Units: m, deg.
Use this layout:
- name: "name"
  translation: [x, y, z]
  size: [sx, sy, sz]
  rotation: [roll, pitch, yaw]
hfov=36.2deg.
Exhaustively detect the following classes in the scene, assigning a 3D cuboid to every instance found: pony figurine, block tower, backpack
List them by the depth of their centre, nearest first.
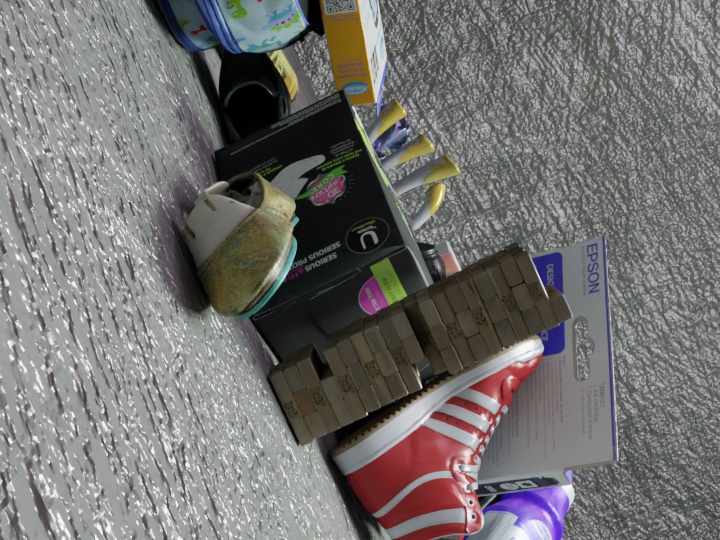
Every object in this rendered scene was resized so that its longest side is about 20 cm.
- name: "block tower"
  translation: [0.039, 0.046, 0.747]
  size: [0.054, 0.199, 0.058]
  rotation: [-86, 151, -82]
- name: "backpack"
  translation: [-0.114, -0.278, 0.977]
  size: [0.200, 0.146, 0.184]
  rotation: [-83, 154, -77]
- name: "pony figurine"
  translation: [-0.008, -0.095, 1.248]
  size: [0.193, 0.200, 0.167]
  rotation: [51, 4, 26]

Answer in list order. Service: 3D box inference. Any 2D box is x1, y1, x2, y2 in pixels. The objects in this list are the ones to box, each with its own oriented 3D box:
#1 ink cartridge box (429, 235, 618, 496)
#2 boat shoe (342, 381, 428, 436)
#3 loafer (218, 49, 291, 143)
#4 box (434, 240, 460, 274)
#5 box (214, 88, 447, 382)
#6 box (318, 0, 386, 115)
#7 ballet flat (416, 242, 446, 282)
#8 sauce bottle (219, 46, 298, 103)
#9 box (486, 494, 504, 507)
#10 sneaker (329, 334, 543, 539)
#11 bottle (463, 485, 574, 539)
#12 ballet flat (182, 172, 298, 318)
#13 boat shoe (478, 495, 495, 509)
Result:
- name: "ink cartridge box"
  translation: [0.129, 0.086, 0.932]
  size: [0.043, 0.199, 0.200]
  rotation: [33, 52, -45]
- name: "boat shoe"
  translation: [0.019, 0.116, 0.914]
  size: [0.062, 0.074, 0.201]
  rotation: [20, 53, -57]
- name: "loafer"
  translation: [-0.098, -0.155, 1.033]
  size: [0.071, 0.068, 0.201]
  rotation: [76, -1, -51]
- name: "box"
  translation: [0.082, 0.089, 1.361]
  size: [0.106, 0.151, 0.201]
  rotation: [-76, 141, -82]
- name: "box"
  translation: [-0.018, -0.012, 0.871]
  size: [0.201, 0.124, 0.149]
  rotation: [-108, 171, -46]
- name: "box"
  translation: [-0.009, -0.245, 1.009]
  size: [0.119, 0.041, 0.201]
  rotation: [-79, 163, -58]
- name: "ballet flat"
  translation: [0.000, 0.000, 1.022]
  size: [0.199, 0.066, 0.057]
  rotation: [8, -73, 51]
- name: "sauce bottle"
  translation: [-0.125, -0.247, 1.262]
  size: [0.066, 0.066, 0.200]
  rotation: [67, 7, 20]
- name: "box"
  translation: [0.114, 0.256, 1.166]
  size: [0.200, 0.104, 0.149]
  rotation: [-102, 168, -72]
- name: "sneaker"
  translation: [0.083, 0.136, 0.855]
  size: [0.113, 0.199, 0.071]
  rotation: [59, -23, 3]
- name: "bottle"
  translation: [0.133, 0.255, 0.993]
  size: [0.200, 0.065, 0.084]
  rotation: [-39, 112, -45]
- name: "ballet flat"
  translation: [-0.077, -0.023, 0.684]
  size: [0.200, 0.070, 0.071]
  rotation: [-93, 158, -77]
- name: "boat shoe"
  translation: [0.111, 0.174, 0.978]
  size: [0.070, 0.201, 0.072]
  rotation: [39, 12, -19]
